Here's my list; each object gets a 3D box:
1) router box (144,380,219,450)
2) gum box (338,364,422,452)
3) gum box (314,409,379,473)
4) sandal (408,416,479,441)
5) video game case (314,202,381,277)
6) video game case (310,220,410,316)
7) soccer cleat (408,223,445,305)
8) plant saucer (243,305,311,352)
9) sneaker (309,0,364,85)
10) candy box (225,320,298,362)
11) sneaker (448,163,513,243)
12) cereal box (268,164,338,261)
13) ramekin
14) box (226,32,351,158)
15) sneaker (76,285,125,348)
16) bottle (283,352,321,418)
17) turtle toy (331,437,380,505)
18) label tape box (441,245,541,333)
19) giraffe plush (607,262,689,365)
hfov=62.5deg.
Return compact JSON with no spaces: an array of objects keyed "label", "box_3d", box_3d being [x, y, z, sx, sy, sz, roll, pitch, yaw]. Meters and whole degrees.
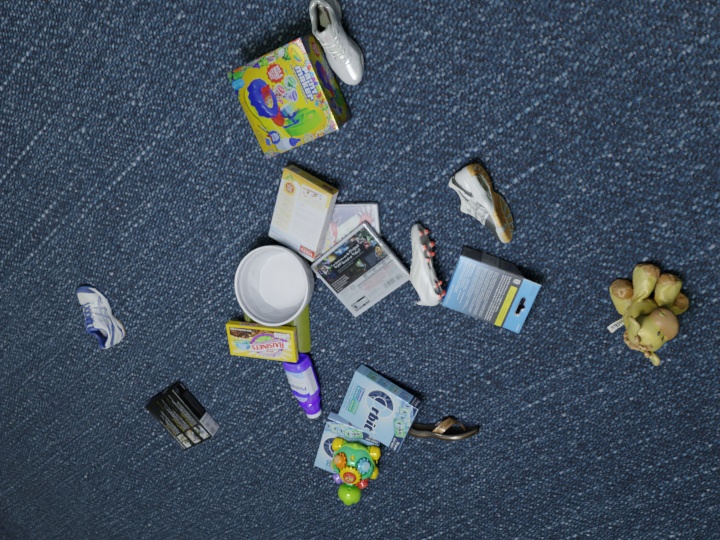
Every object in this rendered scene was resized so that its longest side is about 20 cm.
[{"label":"router box","box_3d":[-0.565,0.463,1.878,0.148,0.051,0.201,-30,104,27]},{"label":"gum box","box_3d":[0.052,0.383,1.644,0.199,0.045,0.171,29,120,14]},{"label":"gum box","box_3d":[-0.036,0.529,1.769,0.168,0.045,0.202,20,118,5]},{"label":"sandal","box_3d":[0.229,0.433,1.645,0.198,0.082,0.055,-1,93,23]},{"label":"video game case","box_3d":[-0.036,-0.073,1.493,0.180,0.023,0.202,1,115,15]},{"label":"video game case","box_3d":[0.000,0.000,1.495,0.199,0.023,0.182,-36,102,28]},{"label":"soccer cleat","box_3d":[0.145,-0.011,1.430,0.077,0.069,0.202,-13,94,32]},{"label":"plant saucer","box_3d":[-0.241,0.142,1.638,0.197,0.048,0.202,6,117,13]},{"label":"sneaker","box_3d":[-0.060,-0.485,1.258,0.077,0.100,0.201,-21,108,24]},{"label":"candy box","box_3d":[-0.269,0.195,1.629,0.197,0.026,0.103,4,119,14]},{"label":"sneaker","box_3d":[0.276,-0.146,1.356,0.087,0.076,0.201,-22,106,41]},{"label":"cereal box","box_3d":[-0.143,-0.139,1.459,0.143,0.040,0.201,30,126,14]},{"label":"ramekin","box_3d":[-0.212,0.034,1.520,0.198,0.105,0.203,1,95,13]},{"label":"box","box_3d":[-0.153,-0.388,1.318,0.191,0.122,0.202,-17,110,22]},{"label":"sneaker","box_3d":[-0.786,0.139,1.764,0.075,0.088,0.201,-25,105,26]},{"label":"bottle","box_3d":[-0.158,0.331,1.691,0.083,0.065,0.202,6,123,35]},{"label":"turtle toy","box_3d":[-0.023,0.581,1.707,0.144,0.101,0.202,9,117,10]},{"label":"label tape box","box_3d":[0.314,0.046,1.430,0.198,0.063,0.146,20,119,6]},{"label":"giraffe plush","box_3d":[0.636,0.109,1.315,0.171,0.162,0.201,28,119,0]}]
